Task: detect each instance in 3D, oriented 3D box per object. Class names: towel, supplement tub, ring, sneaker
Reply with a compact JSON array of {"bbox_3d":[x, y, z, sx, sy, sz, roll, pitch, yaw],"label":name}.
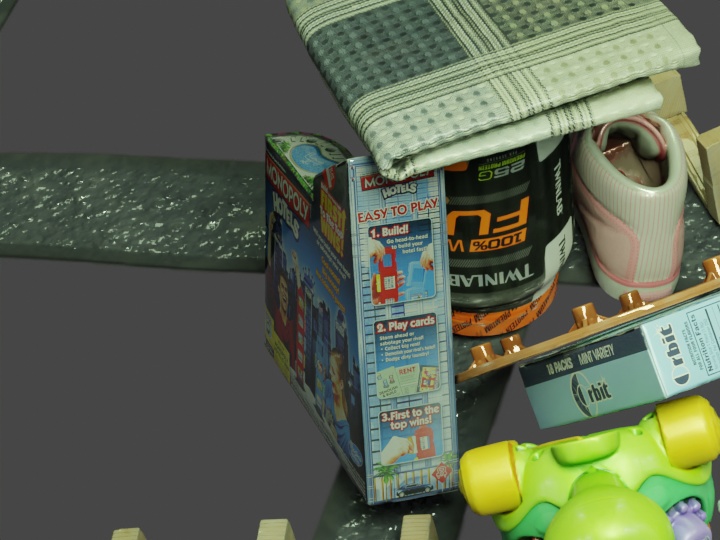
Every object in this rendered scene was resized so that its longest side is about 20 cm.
[{"bbox_3d":[0.075,-0.133,1.350,0.199,0.035,0.193,-19,40,-9],"label":"towel"},{"bbox_3d":[0.069,-0.064,1.441,0.122,0.201,0.123,-5,41,5],"label":"supplement tub"},{"bbox_3d":[0.146,0.024,1.364,0.200,0.200,0.019,-20,87,-1],"label":"ring"},{"bbox_3d":[0.159,-0.080,1.500,0.075,0.105,0.201,-10,42,-11],"label":"sneaker"}]

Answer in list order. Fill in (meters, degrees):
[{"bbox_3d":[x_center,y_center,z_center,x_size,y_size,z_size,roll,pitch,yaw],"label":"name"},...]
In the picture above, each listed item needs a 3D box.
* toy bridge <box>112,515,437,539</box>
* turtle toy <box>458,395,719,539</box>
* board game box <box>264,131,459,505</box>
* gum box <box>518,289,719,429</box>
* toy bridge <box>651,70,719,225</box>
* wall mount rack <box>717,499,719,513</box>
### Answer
[{"bbox_3d":[-0.051,0.177,1.348,0.199,0.027,0.067,-4,44,14],"label":"toy bridge"},{"bbox_3d":[0.132,0.131,1.263,0.145,0.200,0.102,-14,85,7],"label":"turtle toy"},{"bbox_3d":[0.000,0.000,1.389,0.061,0.201,0.200,-8,30,-19],"label":"board game box"},{"bbox_3d":[0.212,0.031,1.317,0.199,0.045,0.170,-18,-3,-21],"label":"gum box"},{"bbox_3d":[0.231,-0.060,1.490,0.027,0.067,0.200,-22,36,-7],"label":"toy bridge"},{"bbox_3d":[0.280,0.157,1.221,0.200,0.075,0.174,-33,44,1],"label":"wall mount rack"}]
